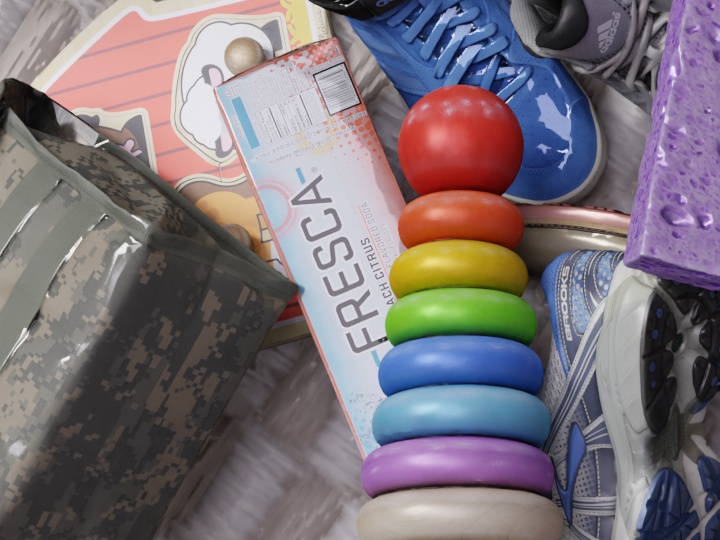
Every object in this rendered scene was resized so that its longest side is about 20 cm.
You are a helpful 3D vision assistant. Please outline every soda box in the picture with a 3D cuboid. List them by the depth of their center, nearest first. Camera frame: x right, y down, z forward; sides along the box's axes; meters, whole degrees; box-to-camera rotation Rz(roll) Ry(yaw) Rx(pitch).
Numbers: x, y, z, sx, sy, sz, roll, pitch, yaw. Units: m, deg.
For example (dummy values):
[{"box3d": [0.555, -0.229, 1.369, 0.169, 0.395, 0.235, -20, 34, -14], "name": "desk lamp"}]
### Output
[{"box3d": [0.000, 0.000, 1.046, 0.063, 0.068, 0.200, -22, 81, 1], "name": "soda box"}]

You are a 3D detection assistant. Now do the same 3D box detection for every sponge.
[{"box3d": [0.180, -0.084, 0.947, 0.111, 0.030, 0.201, 14, 75, -5], "name": "sponge"}]

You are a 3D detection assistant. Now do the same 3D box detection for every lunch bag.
[{"box3d": [-0.152, 0.017, 1.045, 0.200, 0.117, 0.164, 37, 99, 43], "name": "lunch bag"}]

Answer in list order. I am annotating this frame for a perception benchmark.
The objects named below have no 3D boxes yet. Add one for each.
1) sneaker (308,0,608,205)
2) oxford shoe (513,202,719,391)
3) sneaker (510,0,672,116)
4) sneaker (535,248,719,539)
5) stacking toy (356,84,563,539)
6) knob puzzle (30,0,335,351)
[{"box3d": [0.030, -0.113, 1.047, 0.077, 0.111, 0.200, -38, 73, 8], "name": "sneaker"}, {"box3d": [0.137, 0.017, 1.018, 0.200, 0.071, 0.074, 15, 92, 20], "name": "oxford shoe"}, {"box3d": [0.131, -0.084, 0.991, 0.200, 0.115, 0.075, 38, 109, 33], "name": "sneaker"}, {"box3d": [0.110, 0.081, 1.001, 0.085, 0.077, 0.201, 19, 114, 44], "name": "sneaker"}, {"box3d": [0.040, 0.018, 0.970, 0.085, 0.085, 0.201, -4, 75, 15], "name": "stacking toy"}, {"box3d": [-0.099, -0.042, 1.116, 0.219, 0.030, 0.220, -3, 80, 16], "name": "knob puzzle"}]
